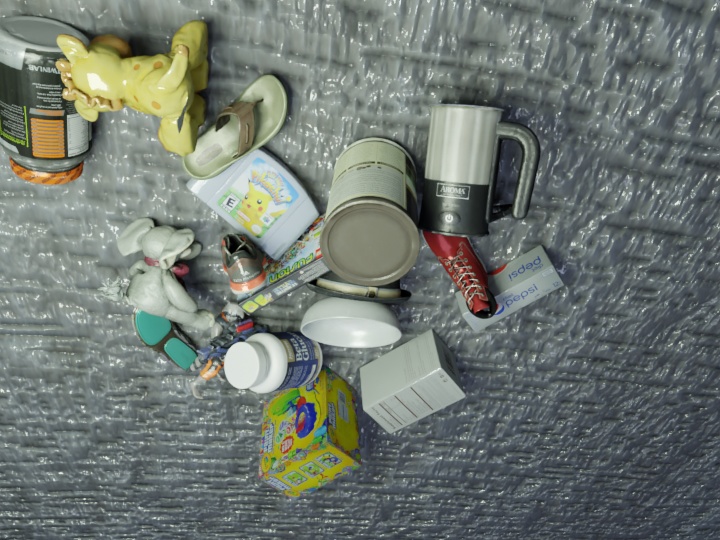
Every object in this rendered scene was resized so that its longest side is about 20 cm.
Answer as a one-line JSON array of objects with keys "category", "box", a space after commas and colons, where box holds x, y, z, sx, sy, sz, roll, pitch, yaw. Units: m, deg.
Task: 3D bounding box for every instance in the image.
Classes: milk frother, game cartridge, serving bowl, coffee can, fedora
[{"category": "milk frother", "box": [0.184, -0.161, 0.864, 0.177, 0.200, 0.192, 5, 104, 0]}, {"category": "game cartridge", "box": [-0.169, -0.124, 0.887, 0.199, 0.041, 0.133, 40, 98, -25]}, {"category": "serving bowl", "box": [-0.017, 0.094, 1.048, 0.196, 0.067, 0.201, 2, 156, 1]}, {"category": "coffee can", "box": [0.019, -0.097, 0.832, 0.144, 0.202, 0.148, 2, 129, 3]}, {"category": "fedora", "box": [0.000, 0.000, 0.971, 0.197, 0.201, 0.093, 7, 94, -11]}]

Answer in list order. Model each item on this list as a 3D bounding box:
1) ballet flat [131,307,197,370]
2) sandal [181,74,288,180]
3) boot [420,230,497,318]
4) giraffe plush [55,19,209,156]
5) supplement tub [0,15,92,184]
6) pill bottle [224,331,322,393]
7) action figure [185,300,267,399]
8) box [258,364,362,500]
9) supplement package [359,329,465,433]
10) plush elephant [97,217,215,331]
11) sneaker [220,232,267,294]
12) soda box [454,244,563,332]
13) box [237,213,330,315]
[{"category": "ballet flat", "box": [-0.399, 0.127, 1.060, 0.071, 0.073, 0.202, -16, 134, 8]}, {"category": "sandal", "box": [-0.186, -0.207, 0.797, 0.200, 0.057, 0.080, -41, 95, 5]}, {"category": "boot", "box": [0.183, -0.004, 0.968, 0.072, 0.145, 0.200, -32, 123, 21]}, {"category": "giraffe plush", "box": [-0.296, -0.244, 0.699, 0.159, 0.201, 0.175, 9, 119, -9]}, {"category": "supplement tub", "box": [-0.440, -0.231, 0.744, 0.120, 0.123, 0.202, 12, 126, -14]}, {"category": "pill bottle", "box": [-0.168, 0.177, 1.036, 0.110, 0.112, 0.199, -35, 161, 20]}, {"category": "action figure", "box": [-0.283, 0.148, 1.042, 0.104, 0.199, 0.196, 30, 101, 19]}, {"category": "box", "box": [-0.112, 0.358, 1.184, 0.191, 0.201, 0.122, -34, 124, 19]}, {"category": "supplement package", "box": [0.110, 0.245, 1.171, 0.198, 0.118, 0.117, -31, 125, 18]}, {"category": "plush elephant", "box": [-0.339, -0.008, 0.925, 0.157, 0.163, 0.200, -64, 153, -3]}, {"category": "sneaker", "box": [-0.198, -0.031, 0.891, 0.076, 0.200, 0.083, -21, 113, -14]}, {"category": "soda box", "box": [0.291, 0.037, 1.058, 0.198, 0.069, 0.063, -32, 126, 19]}, {"category": "box", "box": [-0.130, -0.012, 0.951, 0.198, 0.111, 0.035, -28, 132, 16]}]
